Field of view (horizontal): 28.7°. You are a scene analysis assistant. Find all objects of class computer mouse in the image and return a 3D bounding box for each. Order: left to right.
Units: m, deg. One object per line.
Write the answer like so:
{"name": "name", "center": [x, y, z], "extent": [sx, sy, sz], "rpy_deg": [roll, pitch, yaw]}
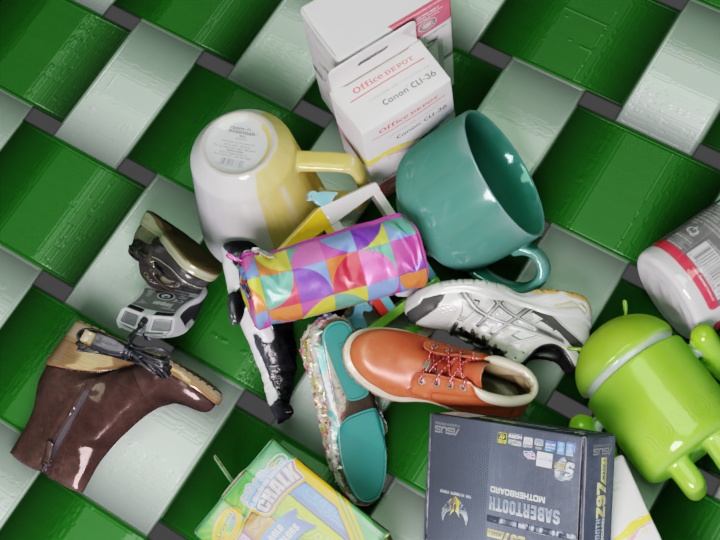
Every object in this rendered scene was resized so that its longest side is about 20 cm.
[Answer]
{"name": "computer mouse", "center": [-0.218, 0.059, 1.497], "extent": [0.109, 0.200, 0.044], "rpy_deg": [11, 112, 13]}

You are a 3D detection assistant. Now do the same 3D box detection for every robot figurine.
{"name": "robot figurine", "center": [0.294, 0.129, 1.397], "extent": [0.175, 0.116, 0.200], "rpy_deg": [-38, 68, 5]}

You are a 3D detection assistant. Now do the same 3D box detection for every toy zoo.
{"name": "toy zoo", "center": [0.000, 0.000, 1.493], "extent": [0.131, 0.020, 0.201], "rpy_deg": [-36, 100, -9]}

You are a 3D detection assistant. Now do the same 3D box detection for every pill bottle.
{"name": "pill bottle", "center": [0.396, -0.024, 1.456], "extent": [0.199, 0.111, 0.111], "rpy_deg": [-33, 66, -7]}

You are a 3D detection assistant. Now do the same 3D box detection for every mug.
{"name": "mug", "center": [-0.102, -0.106, 1.537], "extent": [0.186, 0.153, 0.150], "rpy_deg": [-28, 62, -7]}
{"name": "mug", "center": [0.112, -0.063, 1.489], "extent": [0.114, 0.152, 0.186], "rpy_deg": [-30, 58, 25]}

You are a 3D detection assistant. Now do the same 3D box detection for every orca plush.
{"name": "orca plush", "center": [-0.088, 0.056, 1.486], "extent": [0.071, 0.105, 0.201], "rpy_deg": [-20, 65, 15]}

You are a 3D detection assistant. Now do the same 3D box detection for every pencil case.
{"name": "pencil case", "center": [-0.031, 0.000, 1.430], "extent": [0.199, 0.089, 0.089], "rpy_deg": [-13, 64, -8]}

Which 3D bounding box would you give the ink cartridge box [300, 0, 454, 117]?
{"name": "ink cartridge box", "center": [0.025, -0.247, 1.561], "extent": [0.146, 0.200, 0.083], "rpy_deg": [-32, 69, -7]}

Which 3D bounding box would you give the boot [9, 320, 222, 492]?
{"name": "boot", "center": [-0.261, 0.161, 1.504], "extent": [0.199, 0.072, 0.167], "rpy_deg": [21, 82, 15]}

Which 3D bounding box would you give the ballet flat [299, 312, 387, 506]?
{"name": "ballet flat", "center": [-0.018, 0.143, 1.458], "extent": [0.075, 0.064, 0.201], "rpy_deg": [-9, 88, -32]}

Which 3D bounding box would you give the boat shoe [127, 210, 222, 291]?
{"name": "boat shoe", "center": [-0.206, -0.008, 1.521], "extent": [0.066, 0.072, 0.201], "rpy_deg": [-58, 28, 3]}

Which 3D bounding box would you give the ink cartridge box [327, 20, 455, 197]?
{"name": "ink cartridge box", "center": [0.038, -0.169, 1.523], "extent": [0.116, 0.200, 0.068], "rpy_deg": [-33, 65, -7]}

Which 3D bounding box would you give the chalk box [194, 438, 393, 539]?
{"name": "chalk box", "center": [-0.077, 0.260, 1.390], "extent": [0.200, 0.125, 0.124], "rpy_deg": [35, 75, 22]}

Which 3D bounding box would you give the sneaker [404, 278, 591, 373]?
{"name": "sneaker", "center": [0.144, 0.063, 1.461], "extent": [0.199, 0.076, 0.088], "rpy_deg": [5, 72, -2]}

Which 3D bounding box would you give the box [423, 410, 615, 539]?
{"name": "box", "center": [0.146, 0.222, 1.329], "extent": [0.199, 0.051, 0.159], "rpy_deg": [4, 92, 48]}

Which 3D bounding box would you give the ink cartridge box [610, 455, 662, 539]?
{"name": "ink cartridge box", "center": [0.247, 0.256, 1.347], "extent": [0.067, 0.117, 0.201], "rpy_deg": [-22, 65, 0]}

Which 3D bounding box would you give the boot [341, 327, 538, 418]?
{"name": "boot", "center": [0.082, 0.098, 1.413], "extent": [0.199, 0.107, 0.075], "rpy_deg": [18, 72, -8]}
